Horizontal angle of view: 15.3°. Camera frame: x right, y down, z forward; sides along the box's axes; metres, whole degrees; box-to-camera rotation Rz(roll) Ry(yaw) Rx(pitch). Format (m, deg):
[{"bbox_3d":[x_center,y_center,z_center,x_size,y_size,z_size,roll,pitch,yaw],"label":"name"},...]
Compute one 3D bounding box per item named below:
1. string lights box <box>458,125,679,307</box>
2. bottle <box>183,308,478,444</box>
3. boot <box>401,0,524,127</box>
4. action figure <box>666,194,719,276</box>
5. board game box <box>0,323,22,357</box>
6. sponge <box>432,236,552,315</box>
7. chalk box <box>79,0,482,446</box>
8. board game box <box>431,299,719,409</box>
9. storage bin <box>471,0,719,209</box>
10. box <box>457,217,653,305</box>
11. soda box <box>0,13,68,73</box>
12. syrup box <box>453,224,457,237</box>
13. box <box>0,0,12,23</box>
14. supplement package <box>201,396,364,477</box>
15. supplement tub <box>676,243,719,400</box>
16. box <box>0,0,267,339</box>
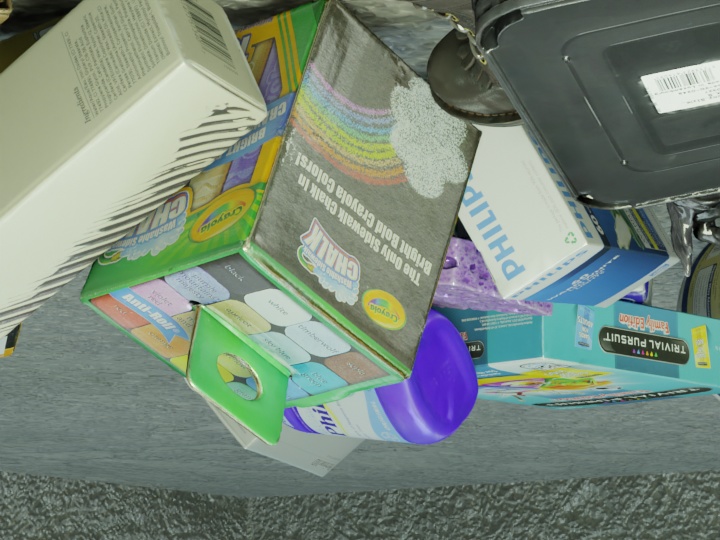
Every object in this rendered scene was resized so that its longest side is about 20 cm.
[{"bbox_3d":[0.107,-0.038,1.503,0.059,0.103,0.200,-33,168,16],"label":"string lights box"},{"bbox_3d":[-0.025,0.058,1.620,0.200,0.065,0.084,3,130,42],"label":"bottle"},{"bbox_3d":[0.045,-0.130,1.226,0.174,0.069,0.200,14,160,-35],"label":"boot"},{"bbox_3d":[0.235,-0.059,1.455,0.200,0.119,0.102,-4,178,-18],"label":"action figure"},{"bbox_3d":[-0.303,-0.013,1.455,0.200,0.165,0.057,-13,150,-23],"label":"board game box"},{"bbox_3d":[0.000,0.000,1.556,0.200,0.030,0.112,2,172,34],"label":"sponge"},{"bbox_3d":[-0.044,-0.010,1.323,0.124,0.200,0.124,-15,136,43],"label":"chalk box"},{"bbox_3d":[0.120,0.052,1.678,0.151,0.047,0.200,-9,166,43],"label":"board game box"},{"bbox_3d":[0.127,-0.110,1.068,0.135,0.094,0.200,-11,157,15],"label":"storage bin"},{"bbox_3d":[0.097,-0.017,1.727,0.184,0.105,0.200,0,171,7],"label":"box"},{"bbox_3d":[-0.218,-0.060,1.385,0.200,0.064,0.068,-22,162,-1],"label":"soda box"},{"bbox_3d":[-0.021,-0.063,1.539,0.081,0.079,0.200,-3,170,29],"label":"syrup box"},{"bbox_3d":[-0.287,-0.112,1.363,0.163,0.021,0.200,0,168,-28],"label":"box"},{"bbox_3d":[-0.058,0.042,1.842,0.111,0.156,0.200,-41,163,5],"label":"supplement package"},{"bbox_3d":[0.316,0.022,1.827,0.144,0.145,0.200,4,170,-16],"label":"supplement tub"},{"bbox_3d":[-0.146,-0.054,1.300,0.200,0.082,0.068,-38,141,20],"label":"box"}]
